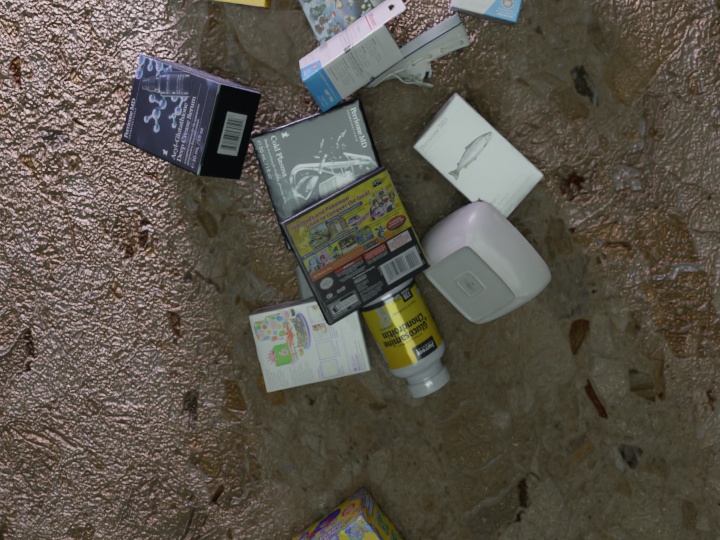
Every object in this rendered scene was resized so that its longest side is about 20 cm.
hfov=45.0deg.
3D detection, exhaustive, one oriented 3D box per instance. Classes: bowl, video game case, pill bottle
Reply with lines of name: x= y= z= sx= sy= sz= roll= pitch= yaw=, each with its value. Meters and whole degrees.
bowl: x=0.197 y=0.001 z=1.471 sx=0.200 sy=0.075 sz=0.199 roll=46 pitch=140 yaw=-8
video game case: x=-0.007 y=-0.041 z=1.405 sx=0.197 sy=0.025 sz=0.184 roll=-29 pitch=102 yaw=-13
pill bottle: x=0.082 y=0.115 z=1.536 sx=0.110 sy=0.112 sz=0.203 roll=-26 pitch=99 yaw=7

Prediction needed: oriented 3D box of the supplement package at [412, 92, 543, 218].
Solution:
supplement package: x=0.195 y=-0.189 z=1.469 sx=0.199 sy=0.117 sz=0.117 roll=41 pitch=102 yaw=-5

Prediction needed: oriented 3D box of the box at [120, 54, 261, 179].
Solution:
box: x=-0.283 y=-0.255 z=1.442 sx=0.197 sy=0.106 sz=0.152 roll=24 pitch=104 yaw=32

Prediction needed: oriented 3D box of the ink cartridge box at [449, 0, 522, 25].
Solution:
ink cartridge box: x=0.225 y=-0.520 z=1.429 sx=0.112 sy=0.068 sz=0.205 roll=13 pitch=102 yaw=0

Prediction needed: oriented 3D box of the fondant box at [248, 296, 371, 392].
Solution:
fondant box: x=-0.089 y=0.125 z=1.574 sx=0.195 sy=0.058 sz=0.148 roll=-12 pitch=100 yaw=4

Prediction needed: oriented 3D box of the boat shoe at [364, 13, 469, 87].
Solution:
boat shoe: x=0.098 y=-0.346 z=1.473 sx=0.199 sy=0.075 sz=0.087 roll=-31 pitch=102 yaw=-2

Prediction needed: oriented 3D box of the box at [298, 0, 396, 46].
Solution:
box: x=-0.042 y=-0.476 z=1.445 sx=0.135 sy=0.040 sz=0.203 roll=-27 pitch=111 yaw=7

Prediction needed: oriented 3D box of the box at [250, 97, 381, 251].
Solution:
box: x=-0.061 y=-0.165 z=1.485 sx=0.192 sy=0.124 sz=0.204 roll=-18 pitch=100 yaw=4

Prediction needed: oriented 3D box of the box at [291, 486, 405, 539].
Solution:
box: x=-0.015 y=0.556 z=1.620 sx=0.199 sy=0.122 sz=0.194 roll=-36 pitch=97 yaw=9

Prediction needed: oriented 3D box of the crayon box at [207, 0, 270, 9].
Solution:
crayon box: x=-0.242 y=-0.541 z=1.452 sx=0.195 sy=0.058 sz=0.177 roll=7 pitch=101 yaw=1

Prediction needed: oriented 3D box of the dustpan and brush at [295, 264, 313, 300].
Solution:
dustpan and brush: x=-0.028 y=-0.034 z=1.524 sx=0.196 sy=0.140 sz=0.058 roll=-23 pitch=65 yaw=-10

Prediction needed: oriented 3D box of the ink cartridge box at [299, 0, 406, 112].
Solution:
ink cartridge box: x=0.000 y=-0.355 z=1.414 sx=0.198 sy=0.117 sz=0.067 roll=-32 pitch=118 yaw=11
